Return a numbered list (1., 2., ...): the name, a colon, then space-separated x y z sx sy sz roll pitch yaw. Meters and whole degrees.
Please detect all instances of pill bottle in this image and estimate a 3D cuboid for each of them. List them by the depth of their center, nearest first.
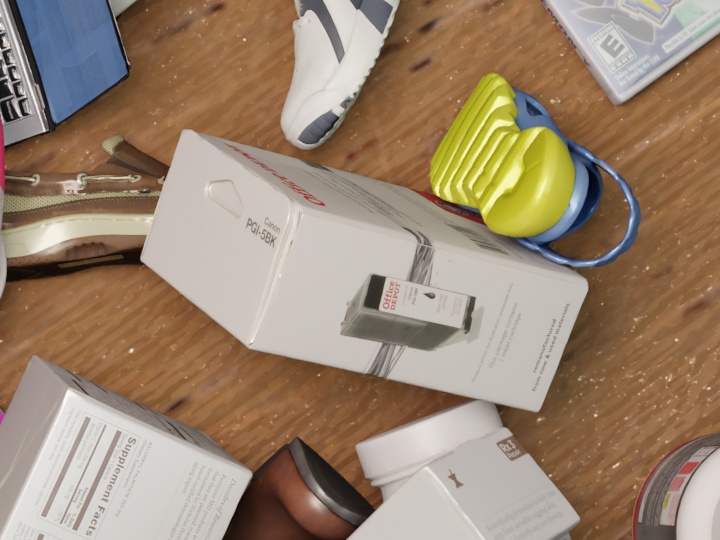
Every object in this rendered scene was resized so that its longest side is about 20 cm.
1. pill bottle: 0.225 0.147 1.516 0.115 0.200 0.116 0 85 -5
2. pill bottle: 0.071 0.179 1.544 0.112 0.112 0.201 -21 88 -7

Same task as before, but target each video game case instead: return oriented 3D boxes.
1. video game case: 0.181 -0.229 1.630 0.200 0.023 0.183 -36 90 -7

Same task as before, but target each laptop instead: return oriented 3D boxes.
1. laptop: -0.238 -0.161 1.519 0.199 0.116 0.188 -19 87 6

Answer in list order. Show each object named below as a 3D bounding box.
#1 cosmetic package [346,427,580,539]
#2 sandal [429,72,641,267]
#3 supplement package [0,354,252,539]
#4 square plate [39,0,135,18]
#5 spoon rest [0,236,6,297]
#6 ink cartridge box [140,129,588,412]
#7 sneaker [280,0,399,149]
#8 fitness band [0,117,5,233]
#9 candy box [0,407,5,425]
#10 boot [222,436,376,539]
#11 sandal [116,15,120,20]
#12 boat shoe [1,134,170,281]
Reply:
1. cosmetic package: 0.016 0.179 1.453 0.074 0.102 0.200 51 120 11
2. sandal: 0.099 -0.050 1.530 0.087 0.200 0.080 27 103 -20
3. supplement package: -0.159 0.165 1.444 0.111 0.156 0.201 26 89 -14
4. square plate: -0.143 -0.259 1.525 0.198 0.028 0.201 -35 71 26
5. spoon rest: -0.297 -0.011 1.511 0.199 0.061 0.100 12 75 3
6. ink cartridge box: 0.000 0.000 1.489 0.199 0.147 0.083 14 102 -33
7. sneaker: -0.036 -0.179 1.577 0.129 0.079 0.200 24 84 -2
8. fitness band: -0.266 -0.047 1.465 0.143 0.037 0.201 -2 67 4
9. candy box: -0.273 0.153 1.538 0.200 0.061 0.136 -41 91 -6
10. boot: -0.085 0.182 1.491 0.068 0.188 0.200 44 81 -12
11. sandal: -0.139 -0.236 1.580 0.054 0.082 0.201 20 91 9
12. boat shoe: -0.134 -0.044 1.561 0.201 0.075 0.075 -7 80 -6
